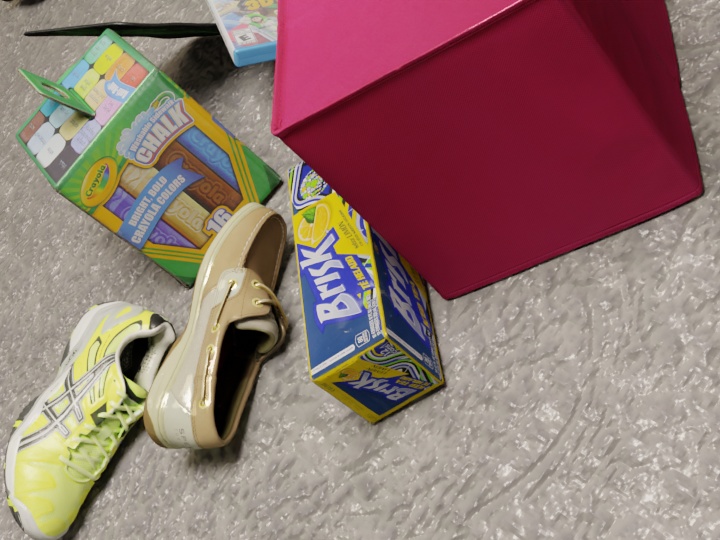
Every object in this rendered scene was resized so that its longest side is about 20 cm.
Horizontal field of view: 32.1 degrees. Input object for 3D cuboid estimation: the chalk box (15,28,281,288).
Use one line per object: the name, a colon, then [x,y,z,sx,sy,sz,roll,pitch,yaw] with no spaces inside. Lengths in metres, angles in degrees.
chalk box: [-0.188,-0.105,1.018,0.124,0.200,0.125,-48,40,0]

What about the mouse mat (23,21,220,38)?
mouse mat: [-0.182,-0.217,1.134,0.160,0.199,0.008,6,100,45]

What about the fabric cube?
fabric cube: [0.078,-0.139,0.807,0.195,0.199,0.201,-24,46,28]

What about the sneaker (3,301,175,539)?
sneaker: [-0.209,0.111,0.966,0.076,0.075,0.202,-3,59,41]

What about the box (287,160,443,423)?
box: [0.000,0.000,0.868,0.064,0.070,0.201,-32,42,22]

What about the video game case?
video game case: [-0.064,-0.247,1.103,0.142,0.018,0.201,-14,41,-11]

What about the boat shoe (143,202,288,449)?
boat shoe: [-0.089,0.042,0.923,0.066,0.074,0.202,6,65,30]
